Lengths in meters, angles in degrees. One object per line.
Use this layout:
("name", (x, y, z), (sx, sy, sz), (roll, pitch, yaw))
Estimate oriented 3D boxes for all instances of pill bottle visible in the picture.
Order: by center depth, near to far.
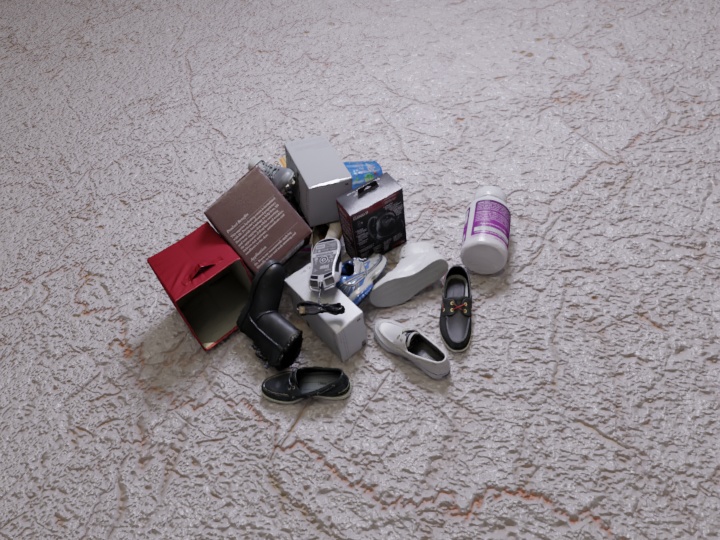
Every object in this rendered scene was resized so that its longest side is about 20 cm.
("pill bottle", (0.300, -0.101, 1.430), (0.109, 0.114, 0.203), (5, 52, 14))

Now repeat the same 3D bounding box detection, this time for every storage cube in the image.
("storage cube", (-0.353, 0.032, 1.377), (0.169, 0.203, 0.179), (-34, 47, -17))

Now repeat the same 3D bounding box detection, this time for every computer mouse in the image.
("computer mouse", (-0.073, 0.016, 1.295), (0.107, 0.044, 0.204), (-9, 49, 21))

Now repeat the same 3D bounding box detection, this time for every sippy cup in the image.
("sippy cup", (-0.008, -0.229, 1.587), (0.127, 0.140, 0.182), (-14, 74, -16))

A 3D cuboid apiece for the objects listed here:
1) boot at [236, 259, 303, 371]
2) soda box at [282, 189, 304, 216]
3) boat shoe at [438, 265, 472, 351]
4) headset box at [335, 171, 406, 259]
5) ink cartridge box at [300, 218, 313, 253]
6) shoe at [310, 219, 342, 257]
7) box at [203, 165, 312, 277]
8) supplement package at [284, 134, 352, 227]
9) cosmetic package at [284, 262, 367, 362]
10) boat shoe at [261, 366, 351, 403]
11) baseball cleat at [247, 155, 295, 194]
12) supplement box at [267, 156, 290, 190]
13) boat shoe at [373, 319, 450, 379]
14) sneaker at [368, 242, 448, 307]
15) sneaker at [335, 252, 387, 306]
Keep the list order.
("boot", (-0.182, 0.102, 1.304), (0.162, 0.073, 0.201), (39, 108, 33))
("soda box", (-0.205, -0.169, 1.570), (0.195, 0.065, 0.071), (-13, 22, -15))
("boat shoe", (0.210, 0.081, 1.327), (0.071, 0.064, 0.205), (1, 52, 7))
("headset box", (0.028, -0.126, 1.439), (0.147, 0.202, 0.077), (-29, 51, -15))
("ink cartridge box", (-0.146, -0.090, 1.550), (0.194, 0.038, 0.096), (0, 50, 13))
("shoe", (-0.083, -0.091, 1.470), (0.069, 0.054, 0.204), (-14, 47, 29))
("box", (-0.236, -0.100, 1.413), (0.165, 0.164, 0.201), (-41, 90, -9))
("supplement package", (-0.105, -0.225, 1.488), (0.115, 0.119, 0.202), (-14, 46, -18))
("cosmetic package", (-0.075, 0.091, 1.335), (0.080, 0.114, 0.200), (-33, 50, -19))
("boat shoe", (-0.118, 0.231, 1.252), (0.194, 0.067, 0.076), (2, 50, 11))
("baseball cleat", (-0.230, -0.237, 1.498), (0.071, 0.106, 0.199), (-55, 20, -13))
("supplement box", (-0.194, -0.250, 1.665), (0.196, 0.074, 0.127), (-26, 50, -11))
("boat shoe", (0.105, 0.154, 1.279), (0.072, 0.067, 0.199), (-39, 55, -22))
("sneaker", (0.099, 0.006, 1.414), (0.196, 0.075, 0.116), (-25, 33, -3))
("sneaker", (0.000, 0.000, 1.375), (0.085, 0.077, 0.201), (39, 32, -4))
